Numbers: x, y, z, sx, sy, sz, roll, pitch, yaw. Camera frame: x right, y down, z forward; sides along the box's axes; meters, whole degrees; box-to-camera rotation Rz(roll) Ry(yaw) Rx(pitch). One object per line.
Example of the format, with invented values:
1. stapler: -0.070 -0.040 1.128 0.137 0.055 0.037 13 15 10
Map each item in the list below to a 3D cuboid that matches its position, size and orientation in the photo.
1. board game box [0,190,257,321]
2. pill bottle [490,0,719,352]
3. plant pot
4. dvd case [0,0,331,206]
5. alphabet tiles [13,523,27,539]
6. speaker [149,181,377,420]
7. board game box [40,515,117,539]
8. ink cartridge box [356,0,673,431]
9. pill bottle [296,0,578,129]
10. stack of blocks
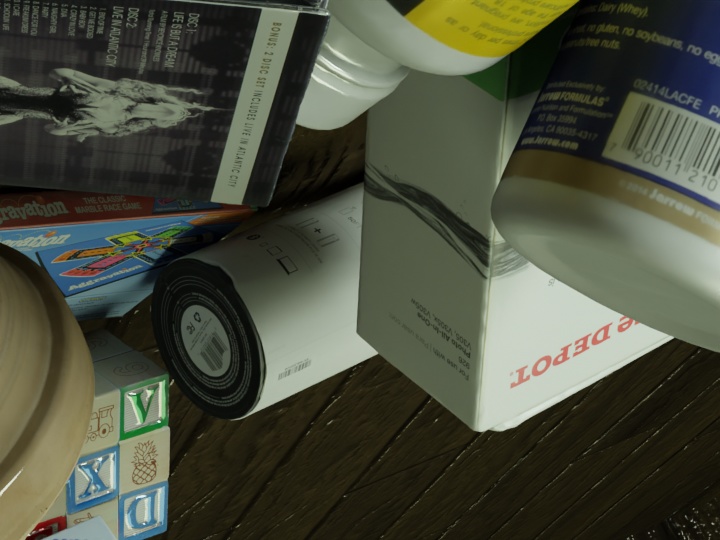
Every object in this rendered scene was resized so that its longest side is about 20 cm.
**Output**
1. board game box: -0.143 -0.004 1.062 0.103 0.020 0.200 -35 164 32
2. pill bottle: 0.133 -0.081 0.802 0.201 0.115 0.116 -64 168 -8
3. plant pot: -0.203 0.037 0.863 0.200 0.201 0.093 -25 128 -5
4. dvd case: -0.117 -0.061 0.741 0.199 0.016 0.149 5 159 -8
5. alphabet tiles: -0.208 0.077 0.902 0.195 0.201 0.015 -13 129 10
6. speaker: 0.000 0.000 1.162 0.200 0.081 0.081 -25 167 -39
7. board game box: -0.207 0.218 1.122 0.199 0.041 0.200 -21 149 -29
8. ink cartridge box: 0.078 -0.058 0.931 0.146 0.084 0.201 -24 134 -33
9. pill bottle: 0.039 -0.130 0.757 0.200 0.112 0.111 -37 163 32
10. stack of blocks: -0.184 0.086 1.101 0.199 0.058 0.116 -16 121 -36
